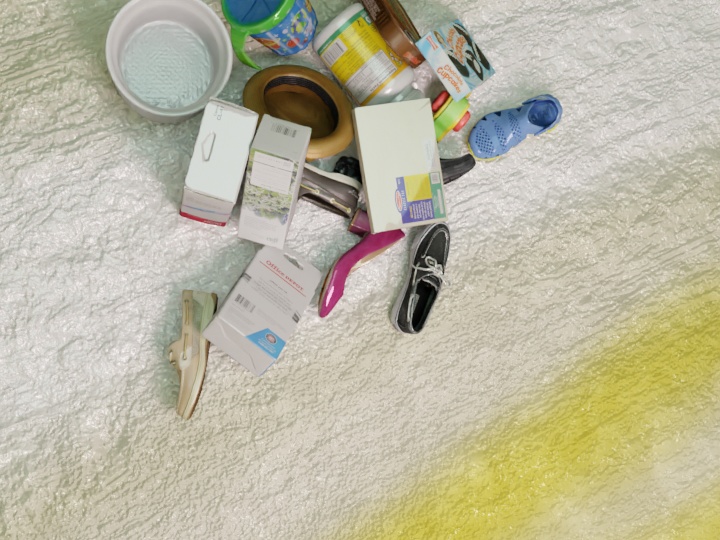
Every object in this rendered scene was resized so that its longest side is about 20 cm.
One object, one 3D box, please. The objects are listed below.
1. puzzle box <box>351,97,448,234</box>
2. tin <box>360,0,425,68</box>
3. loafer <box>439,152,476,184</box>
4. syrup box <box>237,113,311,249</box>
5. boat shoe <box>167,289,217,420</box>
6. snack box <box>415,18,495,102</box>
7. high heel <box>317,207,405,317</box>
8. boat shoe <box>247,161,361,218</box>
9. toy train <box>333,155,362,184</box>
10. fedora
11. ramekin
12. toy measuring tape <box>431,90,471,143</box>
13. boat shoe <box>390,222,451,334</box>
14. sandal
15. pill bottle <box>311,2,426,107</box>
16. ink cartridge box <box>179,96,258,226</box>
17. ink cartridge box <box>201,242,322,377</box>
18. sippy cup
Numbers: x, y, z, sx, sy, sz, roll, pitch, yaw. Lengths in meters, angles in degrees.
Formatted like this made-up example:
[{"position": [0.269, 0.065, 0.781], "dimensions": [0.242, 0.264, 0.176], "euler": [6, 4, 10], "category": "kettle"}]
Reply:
[{"position": [0.063, -0.169, 1.706], "dimensions": [0.130, 0.025, 0.204], "euler": [-9, 90, -15], "category": "puzzle box"}, {"position": [0.052, -0.418, 1.765], "dimensions": [0.111, 0.042, 0.202], "euler": [22, 35, -49], "category": "tin"}, {"position": [0.103, -0.168, 1.765], "dimensions": [0.197, 0.068, 0.072], "euler": [-19, 89, -22], "category": "loafer"}, {"position": [-0.135, -0.134, 1.642], "dimensions": [0.077, 0.202, 0.082], "euler": [16, 49, 0], "category": "syrup box"}, {"position": [-0.270, 0.130, 1.659], "dimensions": [0.064, 0.072, 0.204], "euler": [10, 77, -6], "category": "boat shoe"}, {"position": [0.162, -0.355, 1.775], "dimensions": [0.037, 0.200, 0.117], "euler": [-34, 95, 26], "category": "snack box"}, {"position": [0.000, 0.000, 1.747], "dimensions": [0.095, 0.067, 0.203], "euler": [26, 67, -6], "category": "high heel"}, {"position": [-0.095, -0.139, 1.733], "dimensions": [0.198, 0.072, 0.062], "euler": [15, 76, -15], "category": "boat shoe"}, {"position": [0.046, -0.138, 1.791], "dimensions": [0.197, 0.034, 0.046], "euler": [28, 67, -10], "category": "toy train"}, {"position": [-0.104, -0.243, 1.723], "dimensions": [0.196, 0.082, 0.204], "euler": [9, 53, -12], "category": "fedora"}, {"position": [-0.307, -0.333, 1.688], "dimensions": [0.196, 0.098, 0.205], "euler": [2, 83, -14], "category": "ramekin"}, {"position": [0.133, -0.243, 1.806], "dimensions": [0.073, 0.073, 0.201], "euler": [38, 75, -7], "category": "toy measuring tape"}, {"position": [0.111, 0.010, 1.762], "dimensions": [0.073, 0.068, 0.202], "euler": [31, 78, -26], "category": "boat shoe"}, {"position": [0.273, -0.256, 1.837], "dimensions": [0.198, 0.087, 0.081], "euler": [-29, 93, -14], "category": "sandal"}, {"position": [0.020, -0.333, 1.765], "dimensions": [0.112, 0.113, 0.201], "euler": [-41, 94, -15], "category": "pill bottle"}, {"position": [-0.223, -0.162, 1.636], "dimensions": [0.084, 0.200, 0.151], "euler": [15, 80, -11], "category": "ink cartridge box"}, {"position": [-0.151, 0.053, 1.674], "dimensions": [0.115, 0.067, 0.201], "euler": [37, 46, -8], "category": "ink cartridge box"}, {"position": [-0.137, -0.420, 1.715], "dimensions": [0.176, 0.130, 0.141], "euler": [-33, 61, 13], "category": "sippy cup"}]
